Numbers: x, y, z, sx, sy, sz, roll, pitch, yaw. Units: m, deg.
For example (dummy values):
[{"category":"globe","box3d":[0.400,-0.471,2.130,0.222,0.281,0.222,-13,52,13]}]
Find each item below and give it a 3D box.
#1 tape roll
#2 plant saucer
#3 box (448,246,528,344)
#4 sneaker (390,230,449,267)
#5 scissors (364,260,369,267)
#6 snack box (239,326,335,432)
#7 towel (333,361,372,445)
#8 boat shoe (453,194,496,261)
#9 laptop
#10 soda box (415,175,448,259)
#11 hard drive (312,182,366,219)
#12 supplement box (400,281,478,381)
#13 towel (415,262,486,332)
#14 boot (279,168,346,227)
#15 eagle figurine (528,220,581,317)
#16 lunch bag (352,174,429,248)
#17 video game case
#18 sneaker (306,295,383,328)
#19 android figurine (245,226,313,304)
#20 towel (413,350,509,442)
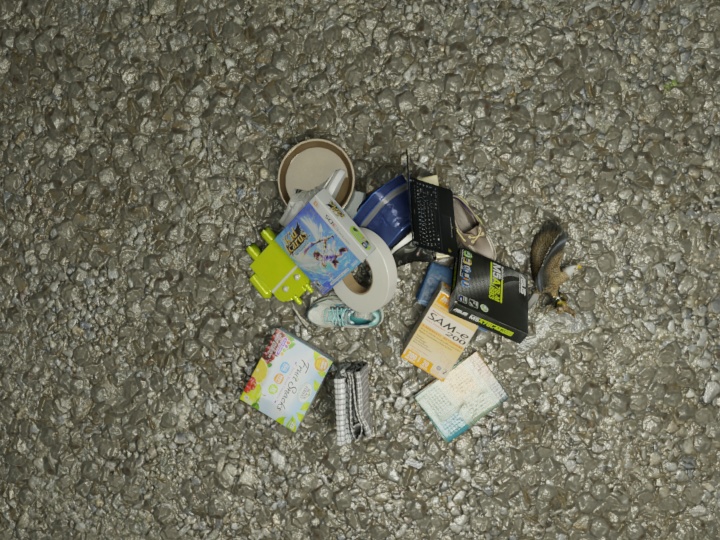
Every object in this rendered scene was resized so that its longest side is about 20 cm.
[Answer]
[{"category":"tape roll","box3d":[0.000,0.000,1.633,0.200,0.037,0.207,18,119,36]},{"category":"plant saucer","box3d":[-0.109,-0.225,1.714,0.195,0.029,0.205,0,90,4]},{"category":"box","box3d":[0.306,0.055,1.628,0.190,0.202,0.048,22,134,-5]},{"category":"sneaker","box3d":[0.134,-0.044,1.651,0.200,0.075,0.088,-43,78,27]},{"category":"scissors","box3d":[-0.015,-0.086,1.650,0.014,0.074,0.200,-31,72,-35]},{"category":"snack box","box3d":[-0.182,0.272,1.729,0.167,0.068,0.203,30,93,4]},{"category":"towel","box3d":[-0.014,0.312,1.651,0.083,0.200,0.170,-3,90,3]},{"category":"boat shoe","box3d":[0.272,-0.101,1.703,0.071,0.060,0.202,-32,88,1]},{"category":"laptop","box3d":[0.160,-0.147,1.536,0.196,0.103,0.181,13,62,-28]},{"category":"soda box","box3d":[0.174,-0.128,1.709,0.066,0.064,0.205,-9,88,4]},{"category":"hard drive","box3d":[-0.070,-0.108,1.741,0.136,0.033,0.205,11,91,4]},{"category":"supplement box","box3d":[0.199,0.149,1.668,0.124,0.074,0.203,29,110,1]},{"category":"towel","box3d":[0.243,0.064,1.710,0.196,0.049,0.114,23,90,4]},{"category":"boot","box3d":[-0.120,-0.175,1.660,0.095,0.074,0.202,33,98,4]},{"category":"eagle figurine","box3d":[0.460,-0.002,1.653,0.150,0.150,0.204,-31,107,-32]},{"category":"lunch bag","box3d":[0.059,-0.127,1.657,0.135,0.200,0.133,-32,80,-40]},{"category":"video game case","box3d":[-0.086,-0.063,1.599,0.182,0.045,0.200,48,133,-2]},{"category":"sneaker","box3d":[-0.040,0.106,1.709,0.195,0.086,0.080,-1,93,5]},{"category":"android figurine","box3d":[-0.198,-0.006,1.729,0.182,0.041,0.201,-42,86,21]},{"category":"towel","box3d":[0.253,0.316,1.722,0.198,0.022,0.148,-36,88,1]}]
